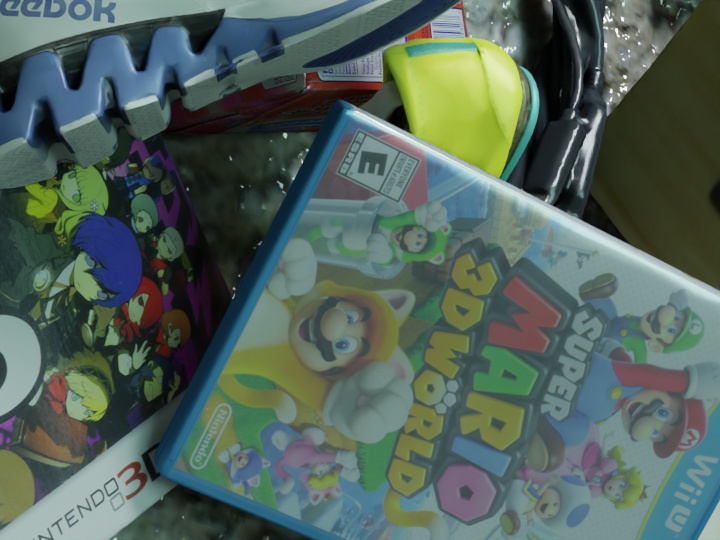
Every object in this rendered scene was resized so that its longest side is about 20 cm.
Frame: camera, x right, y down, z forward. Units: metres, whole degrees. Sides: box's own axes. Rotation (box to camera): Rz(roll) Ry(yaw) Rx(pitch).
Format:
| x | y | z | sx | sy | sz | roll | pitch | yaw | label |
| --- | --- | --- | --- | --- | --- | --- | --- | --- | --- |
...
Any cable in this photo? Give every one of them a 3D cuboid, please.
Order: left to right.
| x | y | z | sx | sy | sz | roll | pitch | yaw | label |
| --- | --- | --- | --- | --- | --- | --- | --- | --- | --- |
| 0.050 | -0.108 | 0.905 | 0.163 | 0.051 | 0.201 | 33 | 62 | -33 | cable |

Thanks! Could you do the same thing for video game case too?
| x | y | z | sx | sy | sz | roll | pitch | yaw | label |
| --- | --- | --- | --- | --- | --- | --- | --- | --- | --- |
| -0.127 | 0.002 | 0.690 | 0.181 | 0.036 | 0.201 | -37 | 109 | -46 | video game case |
| 0.045 | 0.046 | 0.728 | 0.199 | 0.018 | 0.144 | 25 | 98 | -20 | video game case |

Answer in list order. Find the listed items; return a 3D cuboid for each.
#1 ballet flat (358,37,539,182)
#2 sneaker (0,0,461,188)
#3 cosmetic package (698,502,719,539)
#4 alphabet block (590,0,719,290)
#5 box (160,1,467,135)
| x | y | z | sx | sy | sz | roll | pitch | yaw | label |
| --- | --- | --- | --- | --- | --- | --- | --- | --- | --- |
| 0.000 | 0.000 | 0.760 | 0.067 | 0.201 | 0.067 | 7 | 32 | -28 | ballet flat |
| -0.054 | -0.115 | 0.667 | 0.198 | 0.081 | 0.116 | -22 | 86 | -8 | sneaker |
| 0.102 | 0.109 | 0.870 | 0.199 | 0.103 | 0.074 | 23 | 67 | -41 | cosmetic package |
| 0.258 | -0.038 | 0.946 | 0.195 | 0.197 | 0.201 | 11 | 37 | -46 | alphabet block |
| -0.034 | -0.157 | 0.779 | 0.099 | 0.095 | 0.202 | -5 | 87 | -48 | box |
